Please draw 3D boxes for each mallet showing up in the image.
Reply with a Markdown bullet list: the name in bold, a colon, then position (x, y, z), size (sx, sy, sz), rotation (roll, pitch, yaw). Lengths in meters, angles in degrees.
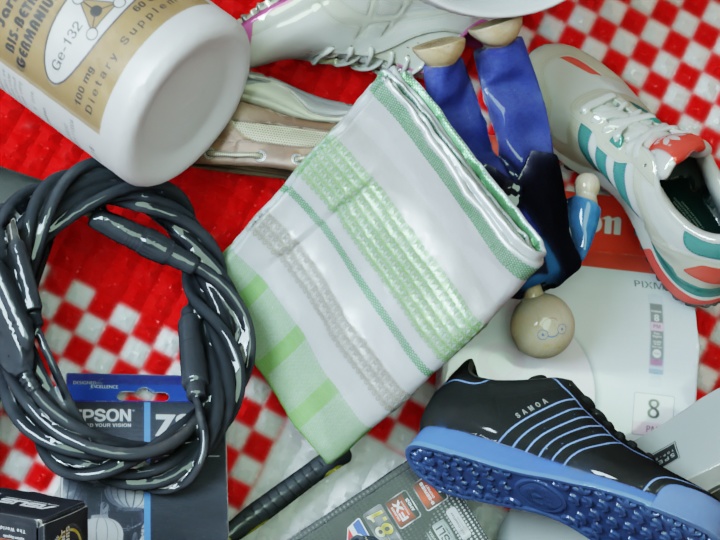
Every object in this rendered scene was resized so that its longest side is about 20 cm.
- **mallet**: position (-0.085, 0.160, 1.303), size (0.199, 0.066, 0.041), rotation (-37, 77, -13)

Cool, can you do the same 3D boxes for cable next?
- **cable**: position (-0.139, 0.035, 1.281), size (0.162, 0.051, 0.201), rotation (-19, 76, -36)

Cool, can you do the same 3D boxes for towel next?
- **towel**: position (0.000, 0.000, 1.290), size (0.200, 0.031, 0.150), rotation (-45, 72, 27)

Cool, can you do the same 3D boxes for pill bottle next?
- **pill bottle**: position (-0.172, -0.148, 1.304), size (0.199, 0.115, 0.115), rotation (36, 76, 21)

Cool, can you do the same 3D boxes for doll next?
- **doll**: position (0.083, -0.043, 1.311), size (0.135, 0.048, 0.202), rotation (-21, 101, -19)

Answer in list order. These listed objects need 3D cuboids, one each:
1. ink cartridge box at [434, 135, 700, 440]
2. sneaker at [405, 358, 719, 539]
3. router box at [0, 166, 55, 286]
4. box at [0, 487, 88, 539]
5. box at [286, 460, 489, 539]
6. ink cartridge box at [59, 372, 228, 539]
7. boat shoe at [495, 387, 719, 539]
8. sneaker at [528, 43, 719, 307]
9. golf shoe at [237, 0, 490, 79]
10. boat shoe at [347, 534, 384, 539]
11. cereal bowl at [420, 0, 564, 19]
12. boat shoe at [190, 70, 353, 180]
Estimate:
- **ink cartridge box**: position (0.130, 0.016, 1.369), size (0.161, 0.057, 0.202), rotation (6, 83, -6)
- **sneaker**: position (0.126, 0.105, 1.264), size (0.198, 0.070, 0.078), rotation (17, 58, 23)
- **router box**: position (-0.279, 0.023, 1.308), size (0.156, 0.052, 0.202), rotation (19, 78, -3)
- **box**: position (-0.241, 0.195, 1.213), size (0.198, 0.049, 0.163), rotation (7, 103, 27)
- **box**: position (0.027, 0.233, 1.315), size (0.159, 0.044, 0.201), rotation (-31, 85, -12)
- **ink cartridge box**: position (-0.126, 0.134, 1.275), size (0.098, 0.039, 0.201), rotation (0, 53, -8)
- **boat shoe**: position (0.173, 0.140, 1.313), size (0.064, 0.199, 0.071), rotation (41, 32, -34)
- **sneaker**: position (0.177, -0.076, 1.355), size (0.070, 0.094, 0.200), rotation (-30, 74, -22)
- **golf shoe**: position (0.013, -0.151, 1.364), size (0.199, 0.075, 0.092), rotation (-22, 93, -20)
- **boat shoe**: position (-0.046, 0.234, 1.248), size (0.062, 0.075, 0.201), rotation (31, 86, -13)
- **cereal bowl**: position (0.068, -0.250, 1.289), size (0.198, 0.083, 0.202), rotation (-3, 100, -18)
- **boat shoe**: position (-0.017, -0.066, 1.356), size (0.198, 0.076, 0.072), rotation (16, 83, 3)
